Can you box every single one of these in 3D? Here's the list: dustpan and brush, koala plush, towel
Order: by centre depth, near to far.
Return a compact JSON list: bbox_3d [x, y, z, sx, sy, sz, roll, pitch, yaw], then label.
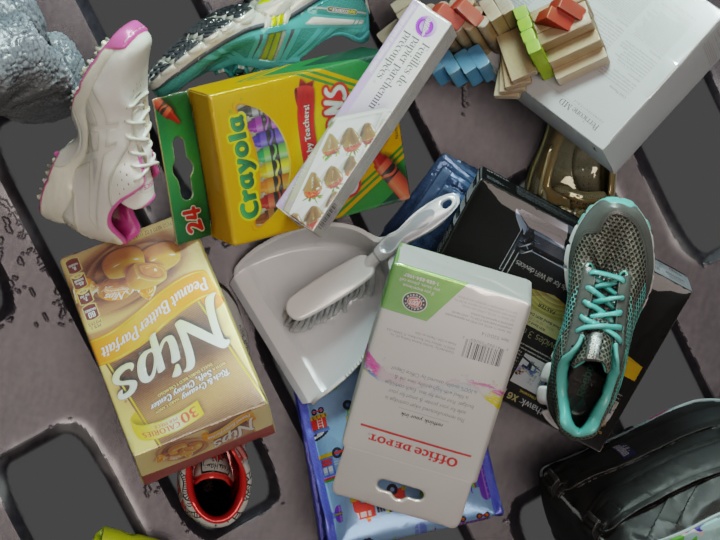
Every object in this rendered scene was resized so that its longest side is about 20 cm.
[{"bbox_3d":[-0.322,-0.212,1.658,0.176,0.184,0.202,-18,85,-8],"label":"koala plush"},{"bbox_3d":[0.000,0.000,1.742,0.199,0.057,0.140,-33,72,-2],"label":"dustpan and brush"},{"bbox_3d":[0.119,-0.003,1.779,0.199,0.049,0.112,34,113,-7],"label":"towel"}]

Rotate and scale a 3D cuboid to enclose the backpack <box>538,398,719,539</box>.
[{"bbox_3d":[0.274,0.203,1.778,0.199,0.178,0.151,-28,120,-11],"label":"backpack"}]

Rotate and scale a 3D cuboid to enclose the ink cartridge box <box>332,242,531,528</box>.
[{"bbox_3d":[0.056,0.093,1.690,0.116,0.067,0.202,16,106,-1],"label":"ink cartridge box"}]

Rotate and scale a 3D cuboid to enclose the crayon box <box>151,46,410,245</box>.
[{"bbox_3d":[-0.062,-0.099,1.714,0.198,0.051,0.128,-17,107,-23],"label":"crayon box"}]

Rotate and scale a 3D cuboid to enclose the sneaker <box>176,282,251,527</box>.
[{"bbox_3d":[-0.120,0.111,1.735,0.067,0.108,0.204,1,93,-10],"label":"sneaker"}]

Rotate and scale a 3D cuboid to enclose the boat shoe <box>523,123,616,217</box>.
[{"bbox_3d":[0.187,-0.089,1.795,0.072,0.063,0.203,11,95,-12],"label":"boat shoe"}]

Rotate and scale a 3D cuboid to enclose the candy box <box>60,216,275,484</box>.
[{"bbox_3d":[-0.157,0.060,1.698,0.115,0.055,0.201,-21,58,-7],"label":"candy box"}]

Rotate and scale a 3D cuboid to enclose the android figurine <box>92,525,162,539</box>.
[{"bbox_3d":[-0.203,0.311,1.770,0.198,0.041,0.184,17,91,-9],"label":"android figurine"}]

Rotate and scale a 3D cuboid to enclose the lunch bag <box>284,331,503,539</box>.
[{"bbox_3d":[0.023,0.124,1.779,0.149,0.094,0.202,-10,84,-7],"label":"lunch bag"}]

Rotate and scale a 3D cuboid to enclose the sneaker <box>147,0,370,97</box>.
[{"bbox_3d":[-0.082,-0.185,1.742,0.199,0.078,0.080,-25,106,-7],"label":"sneaker"}]

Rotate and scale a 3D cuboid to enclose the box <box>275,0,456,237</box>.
[{"bbox_3d":[0.005,-0.120,1.676,0.039,0.041,0.201,34,90,11],"label":"box"}]

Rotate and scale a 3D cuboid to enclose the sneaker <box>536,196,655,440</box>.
[{"bbox_3d":[0.190,0.044,1.655,0.077,0.091,0.202,8,105,1],"label":"sneaker"}]

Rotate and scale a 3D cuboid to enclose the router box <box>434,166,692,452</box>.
[{"bbox_3d":[0.149,0.032,1.729,0.199,0.052,0.158,28,104,-4],"label":"router box"}]

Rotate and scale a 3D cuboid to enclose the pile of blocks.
[{"bbox_3d":[0.100,-0.189,1.706,0.198,0.062,0.083,-1,67,23],"label":"pile of blocks"}]

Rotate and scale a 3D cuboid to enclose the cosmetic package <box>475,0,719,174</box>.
[{"bbox_3d":[0.185,-0.196,1.739,0.151,0.052,0.200,-45,59,-5],"label":"cosmetic package"}]

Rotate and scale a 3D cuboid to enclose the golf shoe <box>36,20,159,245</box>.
[{"bbox_3d":[-0.190,-0.106,1.676,0.091,0.075,0.201,33,128,10],"label":"golf shoe"}]
